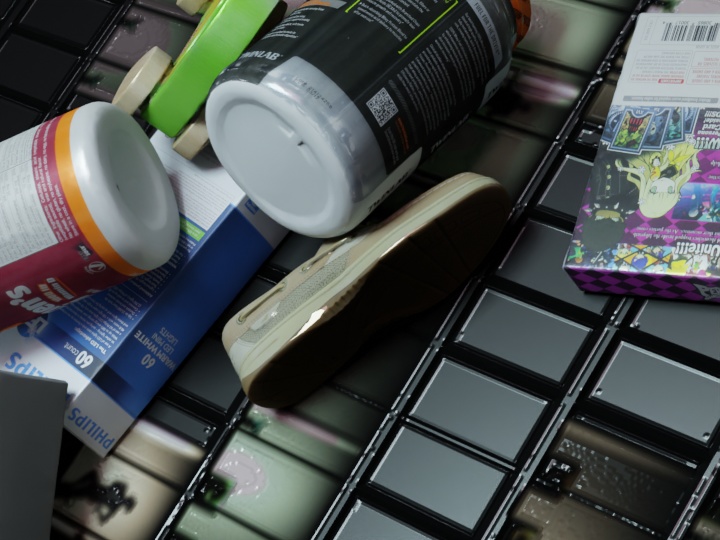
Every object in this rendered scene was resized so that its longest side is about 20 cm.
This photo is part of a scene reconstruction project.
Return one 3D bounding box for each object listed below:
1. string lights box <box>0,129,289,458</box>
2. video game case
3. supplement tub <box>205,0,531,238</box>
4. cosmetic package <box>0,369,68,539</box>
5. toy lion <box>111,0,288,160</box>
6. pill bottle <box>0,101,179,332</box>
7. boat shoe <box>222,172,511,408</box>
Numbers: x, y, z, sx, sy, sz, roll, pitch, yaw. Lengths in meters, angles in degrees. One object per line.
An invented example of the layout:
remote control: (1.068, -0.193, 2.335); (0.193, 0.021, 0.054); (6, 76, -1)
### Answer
string lights box: (-0.146, 0.009, 1.249); (0.103, 0.059, 0.200); (32, 80, 39)
video game case: (0.232, -0.066, 1.102); (0.200, 0.036, 0.182); (4, 63, 31)
supplement tub: (0.010, -0.122, 1.181); (0.122, 0.123, 0.200); (21, 51, 37)
cosmetic package: (-0.250, 0.156, 1.162); (0.107, 0.090, 0.201); (-1, 83, 31)
toy lion: (-0.061, -0.191, 1.228); (0.192, 0.069, 0.200); (-45, 14, 41)
pill bottle: (-0.223, -0.021, 1.202); (0.200, 0.110, 0.110); (-22, 53, 18)
boat shoe: (0.000, 0.000, 1.170); (0.200, 0.072, 0.065); (-39, 51, 9)
